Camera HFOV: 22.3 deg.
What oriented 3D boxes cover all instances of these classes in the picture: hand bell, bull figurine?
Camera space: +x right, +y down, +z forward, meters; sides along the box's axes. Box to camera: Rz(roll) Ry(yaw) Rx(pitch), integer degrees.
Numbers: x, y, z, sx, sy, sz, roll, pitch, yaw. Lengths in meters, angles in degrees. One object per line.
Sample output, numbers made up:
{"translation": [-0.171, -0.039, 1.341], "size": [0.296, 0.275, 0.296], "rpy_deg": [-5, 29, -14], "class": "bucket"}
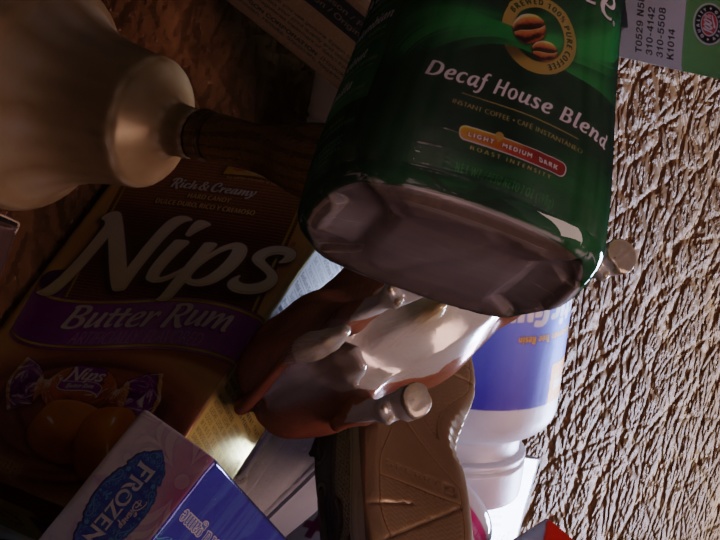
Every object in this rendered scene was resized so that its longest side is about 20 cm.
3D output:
{"translation": [-0.056, -0.052, 0.733], "size": [0.104, 0.200, 0.104], "rpy_deg": [-34, 132, -49], "class": "hand bell"}
{"translation": [0.037, 0.007, 0.765], "size": [0.200, 0.121, 0.065], "rpy_deg": [-38, 99, -28], "class": "bull figurine"}

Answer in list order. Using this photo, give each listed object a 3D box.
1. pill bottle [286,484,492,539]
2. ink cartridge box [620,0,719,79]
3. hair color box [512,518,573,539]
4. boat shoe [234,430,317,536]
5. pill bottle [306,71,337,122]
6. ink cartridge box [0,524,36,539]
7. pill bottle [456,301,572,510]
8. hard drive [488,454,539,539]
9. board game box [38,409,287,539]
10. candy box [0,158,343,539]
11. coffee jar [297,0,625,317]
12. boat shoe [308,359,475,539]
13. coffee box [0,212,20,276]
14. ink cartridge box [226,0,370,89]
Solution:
{"translation": [-0.021, 0.195, 0.998], "size": [0.200, 0.113, 0.113], "rpy_deg": [-56, 145, -29], "class": "pill bottle"}
{"translation": [0.156, -0.197, 1.021], "size": [0.084, 0.200, 0.146], "rpy_deg": [-27, 126, -48], "class": "ink cartridge box"}
{"translation": [0.049, 0.236, 1.042], "size": [0.061, 0.200, 0.102], "rpy_deg": [43, 33, -15], "class": "hair color box"}
{"translation": [-0.090, 0.115, 0.865], "size": [0.202, 0.075, 0.086], "rpy_deg": [-44, 114, 8], "class": "boat shoe"}
{"translation": [0.000, 0.000, 0.941], "size": [0.112, 0.112, 0.200], "rpy_deg": [-9, 111, -58], "class": "pill bottle"}
{"translation": [-0.182, 0.178, 0.748], "size": [0.200, 0.084, 0.146], "rpy_deg": [27, 82, -61], "class": "ink cartridge box"}
{"translation": [0.066, 0.034, 1.067], "size": [0.112, 0.112, 0.200], "rpy_deg": [-19, 120, -55], "class": "pill bottle"}
{"translation": [0.060, 0.217, 1.231], "size": [0.132, 0.026, 0.200], "rpy_deg": [16, 90, -60], "class": "hard drive"}
{"translation": [-0.099, 0.180, 0.726], "size": [0.200, 0.041, 0.200], "rpy_deg": [-52, 150, -12], "class": "board game box"}
{"translation": [-0.088, 0.029, 0.804], "size": [0.200, 0.117, 0.056], "rpy_deg": [-56, 148, -28], "class": "candy box"}
{"translation": [0.049, -0.091, 0.658], "size": [0.085, 0.104, 0.200], "rpy_deg": [132, -27, -62], "class": "coffee jar"}
{"translation": [0.009, 0.077, 0.815], "size": [0.072, 0.065, 0.200], "rpy_deg": [28, 35, -24], "class": "boat shoe"}
{"translation": [-0.209, 0.056, 0.618], "size": [0.080, 0.113, 0.200], "rpy_deg": [23, 84, -60], "class": "coffee box"}
{"translation": [0.047, -0.169, 0.883], "size": [0.200, 0.165, 0.075], "rpy_deg": [-55, -175, -30], "class": "ink cartridge box"}
